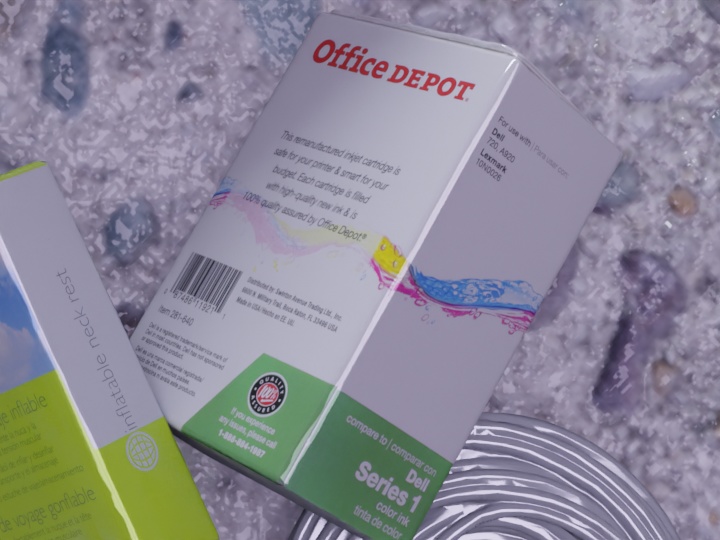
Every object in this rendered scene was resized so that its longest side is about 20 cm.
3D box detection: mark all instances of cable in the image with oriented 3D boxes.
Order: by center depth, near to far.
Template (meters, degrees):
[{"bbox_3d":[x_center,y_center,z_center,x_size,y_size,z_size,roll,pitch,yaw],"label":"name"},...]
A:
[{"bbox_3d":[0.055,0.164,0.984,0.199,0.069,0.201,-8,87,-7],"label":"cable"}]

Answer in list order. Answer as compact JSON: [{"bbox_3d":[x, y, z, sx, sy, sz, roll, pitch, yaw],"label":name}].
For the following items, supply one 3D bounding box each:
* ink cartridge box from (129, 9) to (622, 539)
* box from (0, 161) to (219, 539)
[{"bbox_3d":[0.000,0.000,0.939,0.084,0.145,0.200,35,81,-38],"label":"ink cartridge box"},{"bbox_3d":[-0.150,0.046,0.935,0.048,0.122,0.201,-25,91,-45],"label":"box"}]
